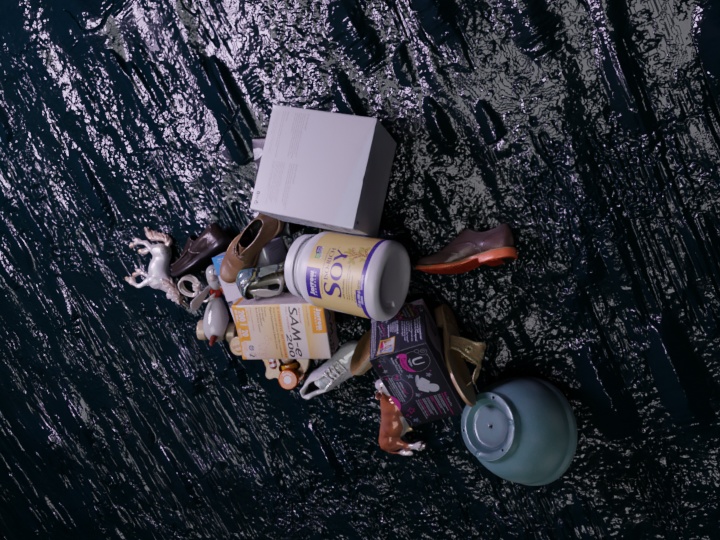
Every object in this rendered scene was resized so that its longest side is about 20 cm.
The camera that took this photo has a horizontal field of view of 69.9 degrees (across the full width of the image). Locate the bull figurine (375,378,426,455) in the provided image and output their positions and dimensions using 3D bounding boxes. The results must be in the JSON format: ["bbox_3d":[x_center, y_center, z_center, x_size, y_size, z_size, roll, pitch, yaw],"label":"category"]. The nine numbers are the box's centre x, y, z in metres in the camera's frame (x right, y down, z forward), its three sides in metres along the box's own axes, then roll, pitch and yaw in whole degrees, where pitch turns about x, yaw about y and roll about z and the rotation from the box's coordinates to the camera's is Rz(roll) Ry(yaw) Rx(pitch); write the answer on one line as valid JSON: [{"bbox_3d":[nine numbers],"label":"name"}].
[{"bbox_3d":[0.088,0.322,1.142,0.121,0.065,0.201,12,114,23],"label":"bull figurine"}]

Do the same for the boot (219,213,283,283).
[{"bbox_3d":[-0.241,-0.043,1.049,0.074,0.075,0.200,45,116,5],"label":"boot"}]

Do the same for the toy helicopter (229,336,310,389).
[{"bbox_3d":[-0.212,0.187,1.212,0.199,0.079,0.133,14,98,10],"label":"toy helicopter"}]

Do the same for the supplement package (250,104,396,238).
[{"bbox_3d":[-0.062,-0.174,0.938,0.199,0.147,0.192,13,91,18],"label":"supplement package"}]

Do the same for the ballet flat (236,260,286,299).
[{"bbox_3d":[-0.154,0.017,1.055,0.199,0.074,0.074,-16,104,1],"label":"ballet flat"}]

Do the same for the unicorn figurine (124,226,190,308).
[{"bbox_3d":[-0.499,0.002,1.267,0.137,0.074,0.201,9,107,9],"label":"unicorn figurine"}]

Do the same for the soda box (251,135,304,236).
[{"bbox_3d":[-0.166,-0.175,1.059,0.063,0.071,0.201,4,111,23],"label":"soda box"}]

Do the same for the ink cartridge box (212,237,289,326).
[{"bbox_3d":[-0.225,0.042,1.159,0.144,0.084,0.201,-9,105,24],"label":"ink cartridge box"}]

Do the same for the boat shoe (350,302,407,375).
[{"bbox_3d":[0.051,0.150,1.081,0.069,0.074,0.200,25,114,-24],"label":"boat shoe"}]

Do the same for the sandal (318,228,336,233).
[{"bbox_3d":[-0.057,-0.098,1.051,0.080,0.054,0.201,22,116,14],"label":"sandal"}]

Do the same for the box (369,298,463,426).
[{"bbox_3d":[0.109,0.177,0.988,0.114,0.132,0.200,-19,122,16],"label":"box"}]

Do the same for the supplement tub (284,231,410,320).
[{"bbox_3d":[-0.024,0.005,0.948,0.199,0.145,0.146,10,113,29],"label":"supplement tub"}]

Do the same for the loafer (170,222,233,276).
[{"bbox_3d":[-0.377,-0.048,1.207,0.200,0.073,0.072,-29,83,27],"label":"loafer"}]

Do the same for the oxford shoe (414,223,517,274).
[{"bbox_3d":[0.194,-0.037,0.972,0.199,0.071,0.073,-12,76,30],"label":"oxford shoe"}]

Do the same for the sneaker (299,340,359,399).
[{"bbox_3d":[-0.059,0.233,1.164,0.200,0.080,0.070,-42,88,26],"label":"sneaker"}]

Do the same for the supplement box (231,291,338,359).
[{"bbox_3d":[-0.154,0.114,1.074,0.199,0.074,0.126,-4,107,13],"label":"supplement box"}]

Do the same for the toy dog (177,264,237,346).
[{"bbox_3d":[-0.348,0.096,1.212,0.131,0.096,0.201,-18,110,3],"label":"toy dog"}]

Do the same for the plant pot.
[{"bbox_3d":[0.273,0.292,0.955,0.200,0.134,0.201,-24,59,47],"label":"plant pot"}]

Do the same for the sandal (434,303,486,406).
[{"bbox_3d":[0.198,0.141,0.965,0.070,0.212,0.078,-33,136,24],"label":"sandal"}]
